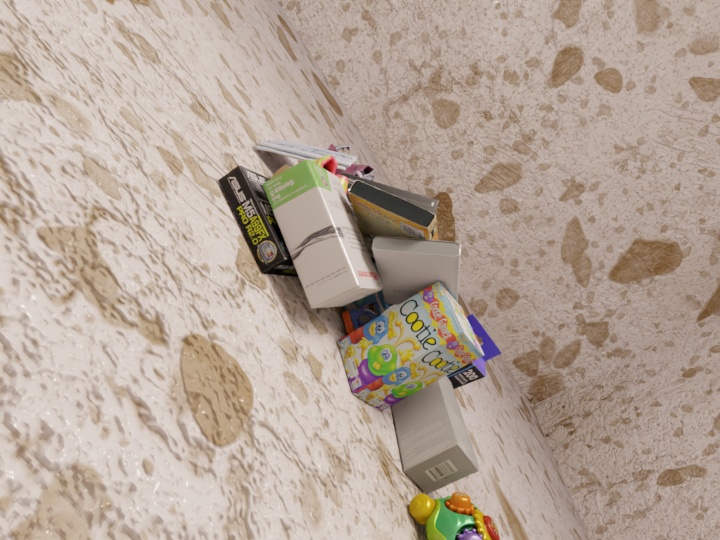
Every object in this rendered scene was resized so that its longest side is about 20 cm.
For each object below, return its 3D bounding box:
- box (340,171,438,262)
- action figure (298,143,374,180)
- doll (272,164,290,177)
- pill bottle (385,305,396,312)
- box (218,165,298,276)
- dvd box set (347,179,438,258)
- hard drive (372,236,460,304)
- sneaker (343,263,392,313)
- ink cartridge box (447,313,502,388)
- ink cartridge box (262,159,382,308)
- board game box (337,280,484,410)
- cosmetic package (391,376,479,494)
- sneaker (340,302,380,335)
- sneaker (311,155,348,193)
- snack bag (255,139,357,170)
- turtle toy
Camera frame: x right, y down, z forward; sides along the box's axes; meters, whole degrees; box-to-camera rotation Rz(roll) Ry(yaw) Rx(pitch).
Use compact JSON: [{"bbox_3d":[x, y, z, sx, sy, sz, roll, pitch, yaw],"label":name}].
[{"bbox_3d":[0.036,-0.090,1.062,0.198,0.143,0.079,16,-8,-5],"label":"box"},{"bbox_3d":[-0.067,-0.222,1.289,0.198,0.135,0.149,24,30,11],"label":"action figure"},{"bbox_3d":[-0.100,-0.126,1.100,0.200,0.048,0.138,39,26,-57],"label":"doll"},{"bbox_3d":[0.106,0.119,1.162,0.200,0.112,0.113,39,23,-44],"label":"pill bottle"},{"bbox_3d":[-0.130,-0.070,0.877,0.162,0.044,0.200,63,14,11],"label":"box"},{"bbox_3d":[0.061,-0.055,0.895,0.145,0.030,0.201,27,-20,23],"label":"dvd box set"},{"bbox_3d":[0.095,0.010,0.889,0.201,0.130,0.027,74,24,-61],"label":"hard drive"},{"bbox_3d":[0.000,0.000,1.016,0.201,0.130,0.080,53,14,-23],"label":"sneaker"},{"bbox_3d":[0.186,0.188,1.146,0.198,0.199,0.044,45,23,-45],"label":"ink cartridge box"},{"bbox_3d":[-0.052,-0.049,0.833,0.202,0.083,0.145,68,14,9],"label":"ink cartridge box"},{"bbox_3d":[0.080,0.127,0.887,0.105,0.199,0.104,43,20,-48],"label":"board game box"},{"bbox_3d":[0.120,0.264,0.948,0.090,0.106,0.201,51,17,-28],"label":"cosmetic package"},{"bbox_3d":[0.046,0.135,1.008,0.200,0.078,0.076,50,17,-36],"label":"sneaker"},{"bbox_3d":[-0.058,-0.133,0.978,0.078,0.090,0.202,41,26,-57],"label":"sneaker"},{"bbox_3d":[-0.104,-0.243,1.133,0.186,0.022,0.200,13,16,0],"label":"snack bag"},{"bbox_3d":[0.152,0.404,0.766,0.146,0.100,0.201,51,15,-30],"label":"turtle toy"}]
